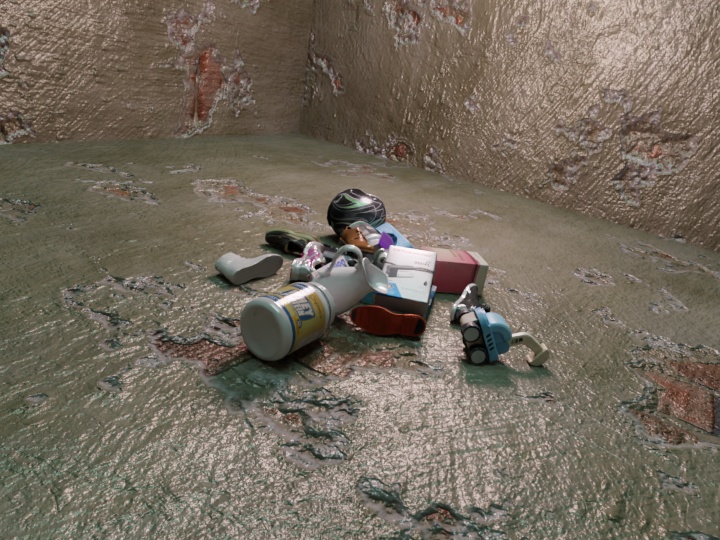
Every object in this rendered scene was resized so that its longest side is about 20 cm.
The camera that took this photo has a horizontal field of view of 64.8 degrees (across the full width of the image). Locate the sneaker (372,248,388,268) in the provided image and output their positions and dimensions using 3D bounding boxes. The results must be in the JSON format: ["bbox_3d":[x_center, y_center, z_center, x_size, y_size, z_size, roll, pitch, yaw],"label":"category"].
[{"bbox_3d":[0.124,-0.001,1.788,0.199,0.074,0.089,19,21,-49],"label":"sneaker"}]

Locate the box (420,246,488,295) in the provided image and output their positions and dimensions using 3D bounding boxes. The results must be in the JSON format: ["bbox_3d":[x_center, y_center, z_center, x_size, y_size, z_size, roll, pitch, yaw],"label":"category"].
[{"bbox_3d":[0.294,0.001,1.836,0.198,0.110,0.128,5,21,-11],"label":"box"}]

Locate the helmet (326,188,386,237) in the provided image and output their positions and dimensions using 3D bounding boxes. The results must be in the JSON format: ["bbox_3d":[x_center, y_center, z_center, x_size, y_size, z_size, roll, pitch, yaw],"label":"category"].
[{"bbox_3d":[-0.008,-0.195,2.093,0.199,0.202,0.190,-12,33,-43],"label":"helmet"}]

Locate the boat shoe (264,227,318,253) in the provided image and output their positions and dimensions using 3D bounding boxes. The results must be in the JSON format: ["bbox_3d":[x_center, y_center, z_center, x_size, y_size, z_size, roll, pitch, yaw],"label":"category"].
[{"bbox_3d":[-0.239,-0.094,1.899,0.198,0.074,0.065,6,54,23],"label":"boat shoe"}]

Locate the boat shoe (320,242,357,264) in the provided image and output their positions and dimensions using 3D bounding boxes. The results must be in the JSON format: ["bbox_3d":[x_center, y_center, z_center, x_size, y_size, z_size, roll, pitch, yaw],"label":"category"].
[{"bbox_3d":[-0.056,-0.046,1.840,0.198,0.070,0.067,13,62,25],"label":"boat shoe"}]

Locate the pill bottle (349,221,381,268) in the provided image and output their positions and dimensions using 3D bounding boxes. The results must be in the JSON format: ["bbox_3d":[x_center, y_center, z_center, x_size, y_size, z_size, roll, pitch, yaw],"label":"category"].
[{"bbox_3d":[0.027,-0.084,1.931,0.112,0.114,0.200,0,23,-23],"label":"pill bottle"}]

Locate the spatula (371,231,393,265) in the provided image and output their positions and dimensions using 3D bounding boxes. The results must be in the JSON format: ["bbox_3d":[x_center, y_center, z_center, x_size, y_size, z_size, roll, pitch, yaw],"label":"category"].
[{"bbox_3d":[0.052,-0.036,1.796,0.056,0.201,0.020,39,-26,-20],"label":"spatula"}]

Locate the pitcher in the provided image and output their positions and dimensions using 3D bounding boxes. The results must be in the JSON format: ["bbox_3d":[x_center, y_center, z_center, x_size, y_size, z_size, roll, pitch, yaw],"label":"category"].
[{"bbox_3d":[-0.053,0.025,1.467,0.199,0.172,0.122,-23,30,25],"label":"pitcher"}]

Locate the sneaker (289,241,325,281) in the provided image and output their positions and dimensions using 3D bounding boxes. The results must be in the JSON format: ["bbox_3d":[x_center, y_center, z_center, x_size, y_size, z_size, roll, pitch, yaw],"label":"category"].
[{"bbox_3d":[-0.144,-0.018,1.741,0.087,0.082,0.200,17,35,9],"label":"sneaker"}]

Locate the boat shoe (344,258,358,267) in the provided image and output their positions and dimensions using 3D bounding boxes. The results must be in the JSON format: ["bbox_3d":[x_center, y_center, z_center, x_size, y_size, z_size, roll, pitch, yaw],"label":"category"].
[{"bbox_3d":[0.000,0.000,1.686,0.076,0.060,0.200,49,4,-20],"label":"boat shoe"}]

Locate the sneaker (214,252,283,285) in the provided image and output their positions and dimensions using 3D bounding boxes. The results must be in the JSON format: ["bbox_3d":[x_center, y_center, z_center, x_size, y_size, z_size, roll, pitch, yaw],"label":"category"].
[{"bbox_3d":[-0.333,-0.025,1.679,0.115,0.074,0.199,28,29,32],"label":"sneaker"}]

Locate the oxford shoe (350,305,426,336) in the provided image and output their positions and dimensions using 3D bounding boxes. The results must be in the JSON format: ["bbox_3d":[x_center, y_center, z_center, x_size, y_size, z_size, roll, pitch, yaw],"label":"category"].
[{"bbox_3d":[0.068,0.133,1.485,0.198,0.072,0.073,12,1,-4],"label":"oxford shoe"}]

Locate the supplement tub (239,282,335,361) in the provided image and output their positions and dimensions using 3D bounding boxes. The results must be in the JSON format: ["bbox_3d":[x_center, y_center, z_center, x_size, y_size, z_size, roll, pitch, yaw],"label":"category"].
[{"bbox_3d":[-0.163,0.110,1.309,0.144,0.146,0.199,21,24,27],"label":"supplement tub"}]

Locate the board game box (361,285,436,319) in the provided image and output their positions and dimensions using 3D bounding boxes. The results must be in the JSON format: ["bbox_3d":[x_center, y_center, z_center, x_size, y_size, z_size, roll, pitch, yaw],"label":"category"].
[{"bbox_3d":[0.115,0.069,1.672,0.198,0.047,0.151,14,21,10],"label":"board game box"}]

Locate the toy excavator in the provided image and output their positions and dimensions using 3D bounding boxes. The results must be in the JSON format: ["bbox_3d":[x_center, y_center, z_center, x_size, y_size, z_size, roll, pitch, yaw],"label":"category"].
[{"bbox_3d":[0.359,0.171,1.423,0.198,0.196,0.100,-18,20,7],"label":"toy excavator"}]

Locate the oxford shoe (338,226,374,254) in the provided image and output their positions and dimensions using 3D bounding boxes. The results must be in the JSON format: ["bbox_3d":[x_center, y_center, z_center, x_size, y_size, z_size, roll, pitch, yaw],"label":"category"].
[{"bbox_3d":[-0.010,-0.099,1.819,0.071,0.072,0.200,14,11,-32],"label":"oxford shoe"}]

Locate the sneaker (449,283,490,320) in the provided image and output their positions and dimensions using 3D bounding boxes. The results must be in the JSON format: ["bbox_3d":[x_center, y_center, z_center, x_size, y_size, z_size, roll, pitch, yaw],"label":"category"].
[{"bbox_3d":[0.336,0.105,1.655,0.098,0.071,0.200,19,29,19],"label":"sneaker"}]

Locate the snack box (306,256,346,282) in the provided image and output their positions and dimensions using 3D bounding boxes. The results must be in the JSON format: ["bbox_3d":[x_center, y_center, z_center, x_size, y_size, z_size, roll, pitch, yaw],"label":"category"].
[{"bbox_3d":[-0.087,0.016,1.691,0.024,0.072,0.200,-30,1,30],"label":"snack box"}]

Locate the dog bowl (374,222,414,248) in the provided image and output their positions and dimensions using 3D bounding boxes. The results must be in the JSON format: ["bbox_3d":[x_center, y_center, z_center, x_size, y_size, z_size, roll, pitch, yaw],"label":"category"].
[{"bbox_3d":[0.127,-0.091,1.957,0.049,0.112,0.200,-40,55,-5],"label":"dog bowl"}]

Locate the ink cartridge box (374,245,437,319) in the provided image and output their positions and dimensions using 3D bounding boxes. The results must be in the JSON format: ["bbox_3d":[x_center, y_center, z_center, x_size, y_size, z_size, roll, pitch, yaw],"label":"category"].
[{"bbox_3d":[0.128,0.033,1.577,0.143,0.085,0.201,10,45,8],"label":"ink cartridge box"}]
